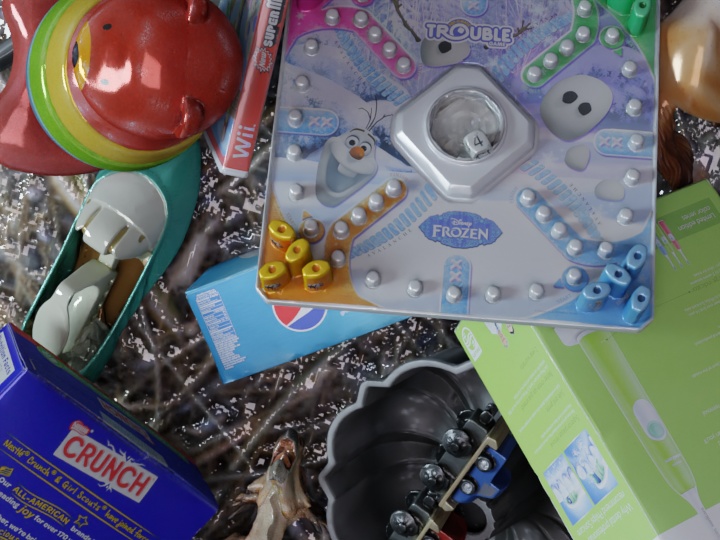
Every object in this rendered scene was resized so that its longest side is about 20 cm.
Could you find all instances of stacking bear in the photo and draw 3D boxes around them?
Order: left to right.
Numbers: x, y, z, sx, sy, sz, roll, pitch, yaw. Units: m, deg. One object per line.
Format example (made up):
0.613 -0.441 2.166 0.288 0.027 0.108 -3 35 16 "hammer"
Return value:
-0.123 -0.106 0.769 0.113 0.200 0.122 9 91 -24 "stacking bear"

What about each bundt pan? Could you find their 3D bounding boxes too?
0.080 0.133 0.876 0.201 0.076 0.203 11 114 25 "bundt pan"

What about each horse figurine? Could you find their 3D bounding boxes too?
0.204 -0.131 0.791 0.132 0.050 0.201 25 89 -37 "horse figurine"

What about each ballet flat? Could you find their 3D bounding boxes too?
-0.157 -0.004 0.893 0.067 0.070 0.201 29 105 4 "ballet flat"

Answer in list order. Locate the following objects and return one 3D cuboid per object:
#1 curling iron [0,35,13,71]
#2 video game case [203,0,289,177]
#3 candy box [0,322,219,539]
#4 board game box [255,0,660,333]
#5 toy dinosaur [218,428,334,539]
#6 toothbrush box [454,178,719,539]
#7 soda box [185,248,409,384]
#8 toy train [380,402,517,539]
-0.155 -0.180 0.868 0.199 0.026 0.050 -34 127 16 "curling iron"
-0.057 -0.166 0.803 0.017 0.143 0.201 10 106 -16 "video game case"
-0.215 0.159 0.876 0.200 0.077 0.169 -45 123 2 "candy box"
0.054 -0.074 0.738 0.199 0.026 0.201 4 72 3 "board game box"
-0.083 0.197 0.923 0.086 0.136 0.200 37 133 -18 "toy dinosaur"
0.165 0.072 0.760 0.145 0.086 0.201 -22 68 -24 "toothbrush box"
0.000 0.000 0.875 0.199 0.068 0.065 -20 100 12 "soda box"
0.037 0.156 0.843 0.046 0.034 0.201 34 121 9 "toy train"
